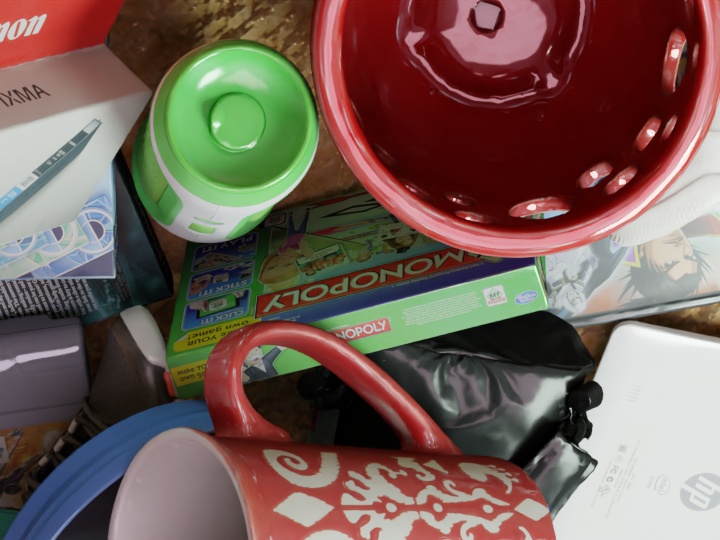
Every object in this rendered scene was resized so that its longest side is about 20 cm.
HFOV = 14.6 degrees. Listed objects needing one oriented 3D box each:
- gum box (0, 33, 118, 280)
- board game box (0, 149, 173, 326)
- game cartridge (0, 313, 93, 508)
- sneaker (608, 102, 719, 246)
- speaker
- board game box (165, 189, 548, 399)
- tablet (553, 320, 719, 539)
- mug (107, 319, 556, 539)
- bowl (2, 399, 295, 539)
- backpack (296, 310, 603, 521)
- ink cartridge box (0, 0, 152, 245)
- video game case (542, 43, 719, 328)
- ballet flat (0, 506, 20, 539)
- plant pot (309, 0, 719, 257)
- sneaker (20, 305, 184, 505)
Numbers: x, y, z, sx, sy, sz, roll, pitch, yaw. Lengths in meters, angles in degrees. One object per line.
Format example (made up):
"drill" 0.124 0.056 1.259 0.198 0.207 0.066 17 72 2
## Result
"gum box" -0.213 -0.093 1.449 0.169 0.045 0.201 -1 114 -3
"board game box" -0.197 -0.053 1.516 0.134 0.028 0.201 -18 118 4
"game cartridge" -0.208 0.117 1.582 0.132 0.042 0.201 -11 127 -6
"sneaker" 0.195 -0.098 1.486 0.200 0.075 0.089 -39 101 8
"speaker" -0.070 -0.063 1.422 0.088 0.200 0.089 1 85 -8
"board game box" 0.000 0.000 1.489 0.199 0.135 0.029 -14 117 10
"tablet" 0.179 0.122 1.638 0.129 0.014 0.201 11 122 -12
"mug" -0.004 0.127 1.402 0.199 0.133 0.179 4 108 -36
"bowl" -0.111 0.156 1.481 0.200 0.039 0.201 -25 135 -27
"backpack" 0.042 0.114 1.570 0.166 0.127 0.201 11 117 2
"ink cartridge box" -0.172 -0.079 1.317 0.045 0.200 0.177 44 123 17
"video game case" 0.179 -0.063 1.547 0.199 0.026 0.182 -10 118 0
"ballet flat" -0.241 0.148 1.523 0.199 0.068 0.076 17 140 11
"plant pot" 0.074 -0.120 1.404 0.199 0.183 0.202 0 101 -1
"sneaker" -0.141 0.113 1.522 0.081 0.077 0.201 -6 123 -20
